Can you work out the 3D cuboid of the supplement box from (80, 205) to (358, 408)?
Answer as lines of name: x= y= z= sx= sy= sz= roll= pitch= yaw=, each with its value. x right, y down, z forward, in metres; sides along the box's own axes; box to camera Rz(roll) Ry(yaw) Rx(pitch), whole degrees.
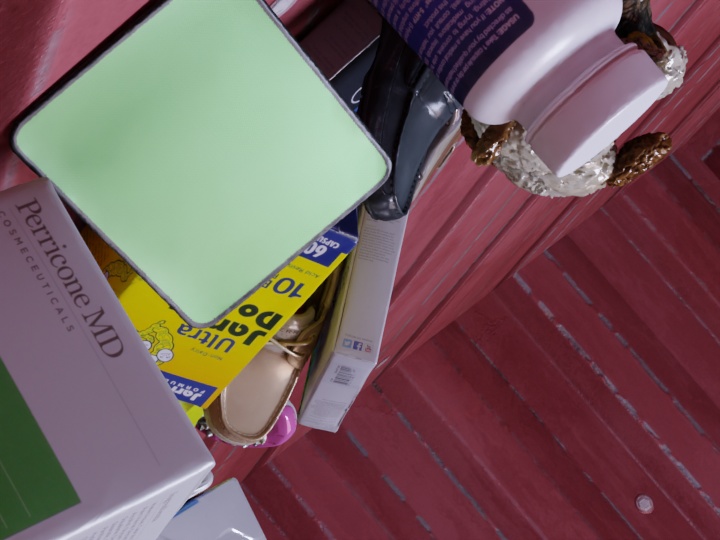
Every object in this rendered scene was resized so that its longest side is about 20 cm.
supplement box: x=-0.100 y=-0.018 z=1.256 sx=0.200 sy=0.109 sz=0.110 roll=-47 pitch=-147 yaw=39

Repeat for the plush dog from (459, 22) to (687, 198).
plush dog: x=0.147 y=-0.114 z=1.498 sx=0.161 sy=0.200 sz=0.172 roll=-64 pitch=155 yaw=-17

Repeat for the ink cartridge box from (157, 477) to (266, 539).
ink cartridge box: x=-0.180 y=0.235 z=1.448 sx=0.200 sy=0.068 sz=0.116 roll=-29 pitch=178 yaw=33

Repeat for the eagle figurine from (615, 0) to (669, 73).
eagle figurine: x=0.200 y=-0.239 z=1.354 sx=0.151 sy=0.200 sz=0.152 roll=-3 pitch=-177 yaw=-33

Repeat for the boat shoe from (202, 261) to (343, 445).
boat shoe: x=-0.058 y=0.027 z=1.339 sx=0.069 sy=0.074 sz=0.200 roll=-166 pitch=-89 yaw=-71

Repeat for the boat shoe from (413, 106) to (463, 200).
boat shoe: x=0.051 y=-0.114 z=1.715 sx=0.072 sy=0.076 sz=0.200 roll=-36 pitch=172 yaw=-44

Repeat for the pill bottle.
pill bottle: x=0.089 y=-0.160 z=1.179 sx=0.120 sy=0.200 sz=0.120 roll=-39 pitch=172 yaw=-7

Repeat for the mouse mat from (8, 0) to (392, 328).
mouse mat: x=-0.086 y=-0.067 z=1.108 sx=0.161 sy=0.008 sz=0.200 roll=-39 pitch=132 yaw=2

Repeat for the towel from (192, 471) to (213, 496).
towel: x=-0.206 y=0.197 z=1.446 sx=0.147 sy=0.024 sz=0.200 roll=-26 pitch=178 yaw=-32

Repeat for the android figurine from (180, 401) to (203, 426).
android figurine: x=-0.166 y=0.124 z=1.423 sx=0.200 sy=0.041 sz=0.182 roll=-38 pitch=172 yaw=-29

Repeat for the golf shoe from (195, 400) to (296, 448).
golf shoe: x=-0.129 y=0.078 z=1.570 sx=0.092 sy=0.200 sz=0.075 roll=-42 pitch=148 yaw=-49

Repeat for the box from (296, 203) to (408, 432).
box: x=0.000 y=0.000 z=1.385 sx=0.144 sy=0.036 sz=0.200 roll=117 pitch=-12 yaw=-63

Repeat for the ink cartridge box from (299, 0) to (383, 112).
ink cartridge box: x=-0.043 y=-0.096 z=1.397 sx=0.200 sy=0.043 sz=0.198 roll=-40 pitch=163 yaw=3

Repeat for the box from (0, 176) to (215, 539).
box: x=-0.221 y=0.096 z=1.078 sx=0.171 sy=0.199 sz=0.200 roll=-24 pitch=165 yaw=-33

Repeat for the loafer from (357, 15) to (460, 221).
loafer: x=0.043 y=-0.128 z=1.266 sx=0.068 sy=0.070 sz=0.201 roll=52 pitch=48 yaw=-68
